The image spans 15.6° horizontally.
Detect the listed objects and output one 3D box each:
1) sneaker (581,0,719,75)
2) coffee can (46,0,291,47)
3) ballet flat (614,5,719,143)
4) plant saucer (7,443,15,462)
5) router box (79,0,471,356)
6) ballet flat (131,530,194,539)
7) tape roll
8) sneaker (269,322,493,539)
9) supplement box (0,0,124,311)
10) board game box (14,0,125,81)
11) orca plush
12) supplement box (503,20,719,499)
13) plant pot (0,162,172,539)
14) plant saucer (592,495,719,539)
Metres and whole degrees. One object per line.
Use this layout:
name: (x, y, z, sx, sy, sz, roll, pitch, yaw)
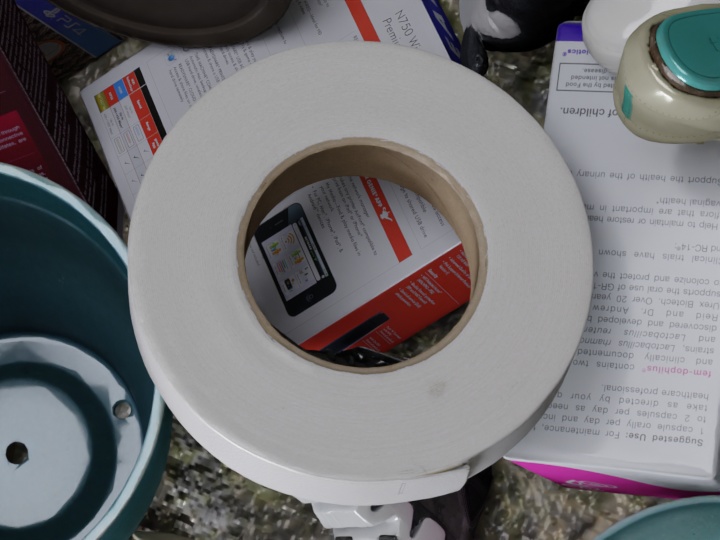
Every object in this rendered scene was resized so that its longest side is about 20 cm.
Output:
sneaker: (0.172, -0.166, 1.130, 0.200, 0.089, 0.075, -36, 53, -2)
coffee can: (-0.083, -0.231, 1.273, 0.146, 0.147, 0.201, 1, 61, 21)
ballet flat: (0.196, -0.085, 1.108, 0.199, 0.069, 0.070, -6, 72, -20)
plant saucer: (-0.272, 0.085, 1.364, 0.199, 0.029, 0.201, -4, 77, 20)
router box: (-0.024, -0.050, 1.267, 0.179, 0.049, 0.201, -31, 57, 12)
ballet flat: (-0.029, 0.185, 1.235, 0.069, 0.069, 0.200, -44, 69, 6)
tape roll: (0.000, 0.000, 1.121, 0.201, 0.037, 0.204, 2, 69, -4)
sneaker: (-0.008, 0.064, 1.198, 0.066, 0.200, 0.091, -7, 44, 49)
supplement box: (-0.203, -0.073, 1.278, 0.108, 0.201, 0.061, -18, 37, 10)
board game box: (-0.251, -0.148, 1.372, 0.199, 0.097, 0.160, -30, 69, 12)
orca plush: (0.096, -0.144, 1.202, 0.071, 0.200, 0.106, 12, 68, -6)
supplement box: (0.136, -0.001, 1.187, 0.103, 0.101, 0.201, 3, 78, 21)
plant pot: (-0.174, 0.071, 1.226, 0.199, 0.188, 0.201, -1, 75, 5)
plant saucer: (0.163, 0.199, 1.153, 0.199, 0.036, 0.201, -2, 86, 27)
